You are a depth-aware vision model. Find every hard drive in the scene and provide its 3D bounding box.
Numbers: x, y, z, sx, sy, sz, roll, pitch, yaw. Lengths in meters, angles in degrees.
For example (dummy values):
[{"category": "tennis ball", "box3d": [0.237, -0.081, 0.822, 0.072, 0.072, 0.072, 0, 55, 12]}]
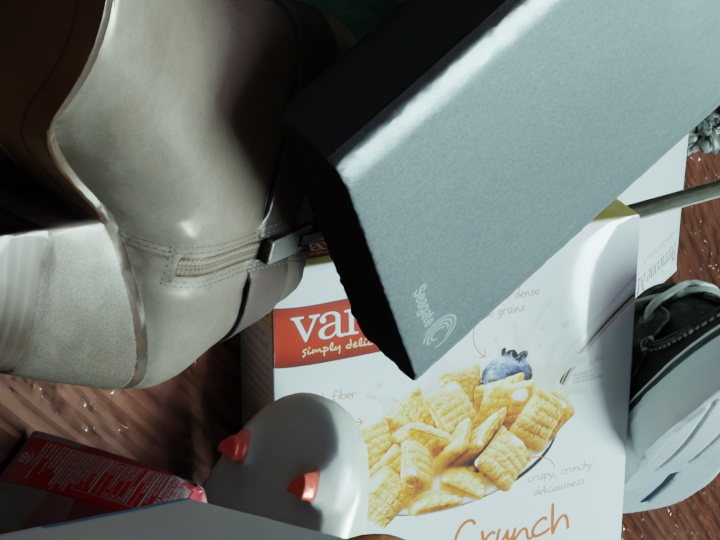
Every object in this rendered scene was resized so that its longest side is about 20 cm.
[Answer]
[{"category": "hard drive", "box3d": [0.068, -0.068, 0.684, 0.200, 0.033, 0.140, -41, 154, -11]}]

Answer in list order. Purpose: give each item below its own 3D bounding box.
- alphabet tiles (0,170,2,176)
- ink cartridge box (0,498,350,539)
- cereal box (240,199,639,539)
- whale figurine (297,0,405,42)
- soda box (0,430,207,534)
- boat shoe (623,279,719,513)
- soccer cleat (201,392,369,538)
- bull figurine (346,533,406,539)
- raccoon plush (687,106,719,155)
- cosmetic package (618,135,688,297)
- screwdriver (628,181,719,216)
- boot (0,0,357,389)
[{"category": "alphabet tiles", "box3d": [-0.100, -0.082, 0.631, 0.167, 0.008, 0.201, -39, 134, -54]}, {"category": "ink cartridge box", "box3d": [-0.034, 0.175, 0.569, 0.147, 0.145, 0.201, -3, 102, -63]}, {"category": "cereal box", "box3d": [0.028, 0.074, 0.842, 0.143, 0.040, 0.201, -10, 116, -20]}, {"category": "whale figurine", "box3d": [0.013, -0.128, 0.759, 0.159, 0.104, 0.200, 55, 18, -14]}, {"category": "soda box", "box3d": [-0.110, 0.141, 0.642, 0.200, 0.063, 0.070, -55, 146, -39]}, {"category": "boat shoe", "box3d": [0.121, 0.039, 0.887, 0.200, 0.072, 0.071, 125, -47, -65]}, {"category": "soccer cleat", "box3d": [-0.032, 0.137, 0.793, 0.077, 0.069, 0.201, 6, 103, -46]}, {"category": "bull figurine", "box3d": [-0.029, 0.177, 0.729, 0.121, 0.065, 0.200, 35, 97, -32]}, {"category": "raccoon plush", "box3d": [0.139, -0.146, 1.055, 0.134, 0.096, 0.201, 42, 32, -50]}, {"category": "cosmetic package", "box3d": [0.085, -0.083, 0.932, 0.113, 0.081, 0.201, -36, 132, -57]}, {"category": "screwdriver", "box3d": [0.107, -0.019, 0.867, 0.028, 0.199, 0.029, -87, 161, -52]}, {"category": "boot", "box3d": [-0.054, -0.056, 0.626, 0.146, 0.070, 0.201, -14, 132, -48]}]
